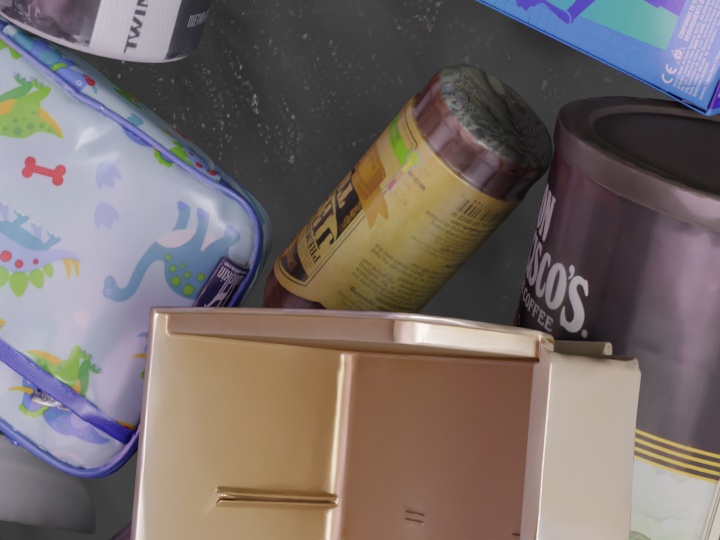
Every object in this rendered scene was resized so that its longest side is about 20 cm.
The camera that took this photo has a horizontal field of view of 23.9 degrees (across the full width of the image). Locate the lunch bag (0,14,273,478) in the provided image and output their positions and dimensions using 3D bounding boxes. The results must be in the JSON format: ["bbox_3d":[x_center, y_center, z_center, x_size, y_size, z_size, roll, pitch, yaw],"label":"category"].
[{"bbox_3d":[-0.151,-0.013,0.775,0.199,0.082,0.161,37,96,-3],"label":"lunch bag"}]

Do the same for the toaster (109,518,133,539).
[{"bbox_3d":[-0.075,0.188,0.799,0.129,0.113,0.201,-38,79,34],"label":"toaster"}]

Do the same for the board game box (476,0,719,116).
[{"bbox_3d":[0.086,-0.172,0.663,0.199,0.045,0.153,31,114,24],"label":"board game box"}]

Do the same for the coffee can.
[{"bbox_3d":[0.120,0.054,0.625,0.145,0.146,0.202,22,111,27],"label":"coffee can"}]

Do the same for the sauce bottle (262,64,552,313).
[{"bbox_3d":[0.000,0.000,0.741,0.065,0.064,0.200,50,119,15],"label":"sauce bottle"}]

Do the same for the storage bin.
[{"bbox_3d":[-0.002,0.118,0.580,0.198,0.093,0.203,-2,82,61],"label":"storage bin"}]

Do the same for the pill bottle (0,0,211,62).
[{"bbox_3d":[-0.094,-0.202,0.737,0.106,0.106,0.202,29,113,25],"label":"pill bottle"}]

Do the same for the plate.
[{"bbox_3d":[-0.224,0.048,0.834,0.200,0.200,0.032,41,90,20],"label":"plate"}]
